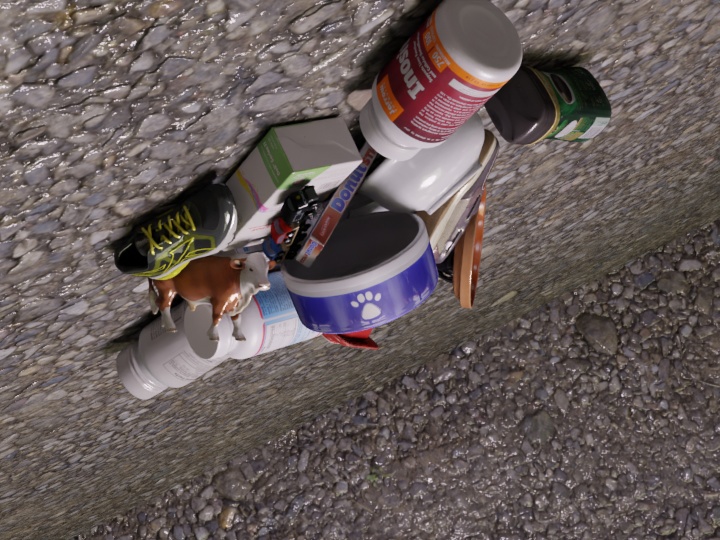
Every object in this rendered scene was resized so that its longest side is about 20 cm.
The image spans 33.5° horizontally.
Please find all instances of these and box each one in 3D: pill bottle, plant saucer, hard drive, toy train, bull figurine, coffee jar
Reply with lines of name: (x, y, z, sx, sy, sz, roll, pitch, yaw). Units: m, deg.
pill bottle: (-0.145, 0.063, 1.692, 0.199, 0.109, 0.109, -14, 161, -41)
plant saucer: (0.167, -0.043, 1.841, 0.032, 0.202, 0.200, 7, 170, 10)
hard drive: (0.060, -0.101, 1.730, 0.199, 0.027, 0.132, -21, 163, -16)
pill bottle: (-0.283, 0.119, 1.879, 0.199, 0.115, 0.114, -32, 165, 22)
pill bottle: (0.084, -0.212, 1.358, 0.112, 0.113, 0.200, -15, 161, -40)
toy train: (-0.090, -0.052, 1.496, 0.046, 0.034, 0.200, -19, 165, -20)
bull figurine: (-0.196, 0.026, 1.564, 0.199, 0.122, 0.065, 11, -173, 29)
coffee jar: (0.257, -0.227, 1.646, 0.199, 0.105, 0.085, -9, 155, -50)

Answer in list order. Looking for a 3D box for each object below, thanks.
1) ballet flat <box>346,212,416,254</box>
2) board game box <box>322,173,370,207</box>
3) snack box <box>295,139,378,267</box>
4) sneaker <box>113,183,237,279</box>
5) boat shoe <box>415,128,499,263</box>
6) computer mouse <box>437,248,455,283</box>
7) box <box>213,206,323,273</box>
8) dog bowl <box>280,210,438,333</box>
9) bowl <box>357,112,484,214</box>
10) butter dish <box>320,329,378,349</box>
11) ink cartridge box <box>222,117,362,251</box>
ballet flat: (0.056, -0.065, 1.725, 0.199, 0.057, 0.066, -18, -153, -23)
board game box: (0.066, -0.120, 1.810, 0.199, 0.041, 0.200, -30, 166, 14)
snack box: (-0.022, -0.098, 1.534, 0.201, 0.024, 0.072, -61, -175, -29)
sneaker: (-0.230, -0.040, 1.482, 0.200, 0.075, 0.084, -37, 162, 36)
boat shoe: (0.136, -0.101, 1.664, 0.065, 0.072, 0.201, 28, 92, -41)
computer mouse: (0.106, -0.050, 1.877, 0.200, 0.138, 0.053, 98, 13, -71)
box: (-0.143, -0.031, 1.708, 0.199, 0.060, 0.116, -12, 160, -48)
dog bowl: (0.000, 0.000, 1.578, 0.199, 0.079, 0.200, -16, -157, 7)
bowl: (0.097, -0.138, 1.575, 0.201, 0.090, 0.201, -42, 179, -1)
butter dish: (-0.033, 0.021, 1.924, 0.148, 0.200, 0.199, -52, 164, 7)
ink cartridge box: (-0.101, -0.106, 1.497, 0.117, 0.068, 0.200, -15, 161, -41)
